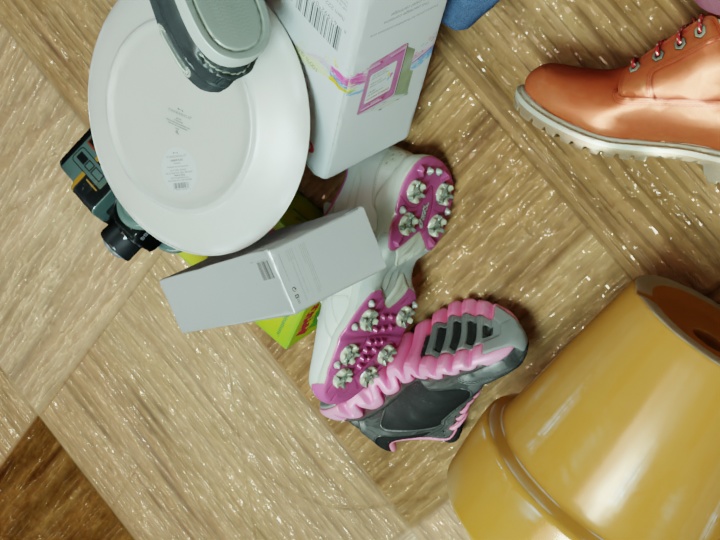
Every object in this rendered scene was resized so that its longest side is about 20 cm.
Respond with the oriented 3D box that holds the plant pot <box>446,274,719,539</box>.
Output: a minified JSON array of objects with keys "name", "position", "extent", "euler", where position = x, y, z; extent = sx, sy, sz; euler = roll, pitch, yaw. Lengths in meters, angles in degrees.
[{"name":"plant pot","position":[0.185,0.112,0.858],"extent":[0.199,0.200,0.184],"euler":[36,112,18]}]

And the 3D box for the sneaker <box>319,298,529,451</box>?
[{"name":"sneaker","position":[0.062,0.091,1.015],"extent":[0.199,0.079,0.095],"euler":[-25,117,41]}]

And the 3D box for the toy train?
[{"name":"toy train","position":[-0.141,-0.104,1.010],"extent":[0.200,0.085,0.114],"euler":[-47,65,2]}]

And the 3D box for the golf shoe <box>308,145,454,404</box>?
[{"name":"golf shoe","position":[0.000,0.000,0.987],"extent":[0.091,0.075,0.202],"euler":[27,97,37]}]

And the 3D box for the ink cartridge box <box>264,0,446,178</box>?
[{"name":"ink cartridge box","position":[-0.023,-0.183,0.880],"extent":[0.145,0.084,0.201],"euler":[50,151,21]}]

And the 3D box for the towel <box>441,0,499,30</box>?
[{"name":"towel","position":[0.095,-0.255,0.835],"extent":[0.112,0.048,0.200],"euler":[52,130,5]}]

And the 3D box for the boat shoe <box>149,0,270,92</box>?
[{"name":"boat shoe","position":[-0.118,-0.212,0.837],"extent":[0.060,0.075,0.202],"euler":[-36,66,56]}]

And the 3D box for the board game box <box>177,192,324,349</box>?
[{"name":"board game box","position":[-0.104,-0.041,1.081],"extent":[0.200,0.047,0.102],"euler":[40,128,15]}]

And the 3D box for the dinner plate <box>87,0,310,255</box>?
[{"name":"dinner plate","position":[-0.122,-0.108,0.903],"extent":[0.198,0.024,0.203],"euler":[10,108,32]}]

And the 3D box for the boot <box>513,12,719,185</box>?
[{"name":"boot","position":[0.194,-0.120,0.813],"extent":[0.198,0.075,0.109],"euler":[14,115,22]}]

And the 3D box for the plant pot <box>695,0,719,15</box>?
[{"name":"plant pot","position":[0.209,-0.243,0.675],"extent":[0.198,0.200,0.180],"euler":[-6,122,38]}]

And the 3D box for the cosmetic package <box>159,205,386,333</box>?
[{"name":"cosmetic package","position":[-0.068,0.003,0.948],"extent":[0.199,0.082,0.051],"euler":[-12,104,60]}]
